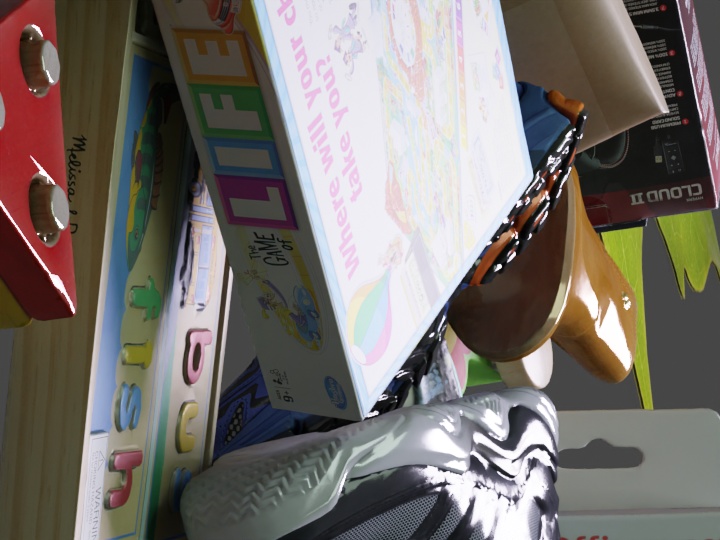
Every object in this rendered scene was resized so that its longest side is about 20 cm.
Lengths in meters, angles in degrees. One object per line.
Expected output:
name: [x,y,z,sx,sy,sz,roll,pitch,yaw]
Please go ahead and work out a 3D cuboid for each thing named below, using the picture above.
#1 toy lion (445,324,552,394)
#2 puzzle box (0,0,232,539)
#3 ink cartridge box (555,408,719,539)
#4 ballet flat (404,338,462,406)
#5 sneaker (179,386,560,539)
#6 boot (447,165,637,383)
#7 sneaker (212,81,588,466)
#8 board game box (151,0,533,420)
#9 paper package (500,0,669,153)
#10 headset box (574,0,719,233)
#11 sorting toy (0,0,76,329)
toy lion: [0.025,-0.025,1.008,0.191,0.068,0.202,33,51,-60]
puzzle box: [-0.065,-0.009,0.635,0.133,0.025,0.202,4,92,-78]
ink cartridge box: [0.105,0.155,0.853,0.067,0.115,0.202,141,-53,-81]
ballet flat: [-0.010,0.013,0.860,0.074,0.074,0.202,-61,136,-64]
sneaker: [0.020,0.104,0.707,0.199,0.075,0.115,-5,80,-59]
boot: [0.088,0.006,0.946,0.144,0.070,0.202,54,18,-34]
sneaker: [0.000,0.000,0.786,0.200,0.078,0.076,-49,163,-21]
board game box: [-0.005,-0.077,0.633,0.135,0.034,0.201,-52,138,-44]
paper package: [0.031,-0.160,0.885,0.201,0.103,0.191,58,13,-34]
headset box: [0.114,-0.108,1.180,0.075,0.147,0.202,-67,144,-61]
sorting toy: [-0.125,-0.044,0.461,0.200,0.069,0.200,-63,142,-64]
